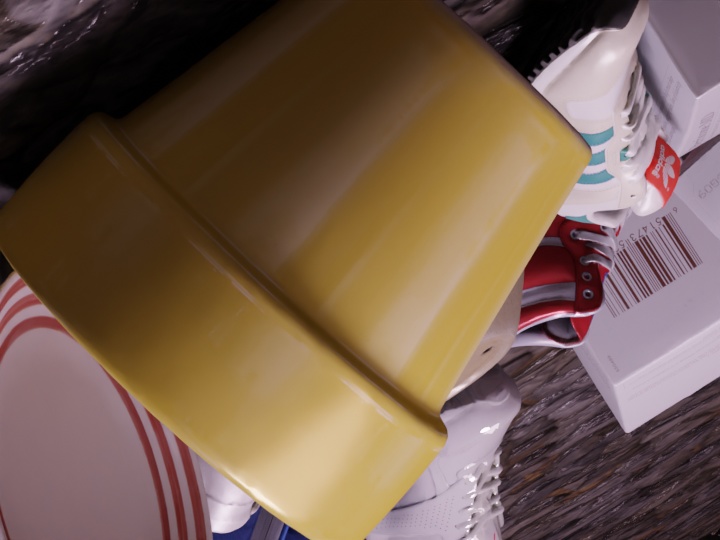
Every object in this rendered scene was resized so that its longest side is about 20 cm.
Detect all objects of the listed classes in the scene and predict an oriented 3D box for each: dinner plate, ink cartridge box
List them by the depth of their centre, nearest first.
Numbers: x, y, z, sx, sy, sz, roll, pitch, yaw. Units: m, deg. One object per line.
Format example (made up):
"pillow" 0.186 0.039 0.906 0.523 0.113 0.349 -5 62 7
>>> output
"dinner plate" -0.116 0.094 1.104 0.024 0.201 0.200 -17 170 18
"ink cartridge box" 0.250 -0.097 1.467 0.109 0.050 0.200 -43 180 31

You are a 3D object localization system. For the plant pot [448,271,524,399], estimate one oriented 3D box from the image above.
"plant pot" 0.000 0.000 1.234 0.200 0.135 0.200 -29 166 -8

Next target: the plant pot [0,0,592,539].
"plant pot" -0.014 -0.021 1.054 0.189 0.201 0.201 -47 165 3

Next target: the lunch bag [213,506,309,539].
"lunch bag" -0.084 0.165 1.513 0.200 0.132 0.136 121 -10 -63

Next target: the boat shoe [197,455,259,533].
"boat shoe" -0.072 0.076 1.311 0.200 0.072 0.066 -124 -126 -70

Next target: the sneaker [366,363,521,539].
"sneaker" 0.060 0.127 1.562 0.078 0.099 0.200 -35 170 -31

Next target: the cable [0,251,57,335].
"cable" -0.136 0.042 1.205 0.050 0.098 0.200 0 169 19

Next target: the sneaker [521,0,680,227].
"sneaker" 0.123 -0.078 1.268 0.071 0.093 0.200 -61 -179 -24

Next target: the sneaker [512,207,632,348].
"sneaker" 0.135 -0.030 1.451 0.199 0.113 0.071 -30 165 -9

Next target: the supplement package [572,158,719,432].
"supplement package" 0.188 0.016 1.703 0.117 0.118 0.200 -32 165 0

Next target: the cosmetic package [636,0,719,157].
"cosmetic package" 0.226 -0.148 1.309 0.199 0.081 0.113 -31 168 -4
